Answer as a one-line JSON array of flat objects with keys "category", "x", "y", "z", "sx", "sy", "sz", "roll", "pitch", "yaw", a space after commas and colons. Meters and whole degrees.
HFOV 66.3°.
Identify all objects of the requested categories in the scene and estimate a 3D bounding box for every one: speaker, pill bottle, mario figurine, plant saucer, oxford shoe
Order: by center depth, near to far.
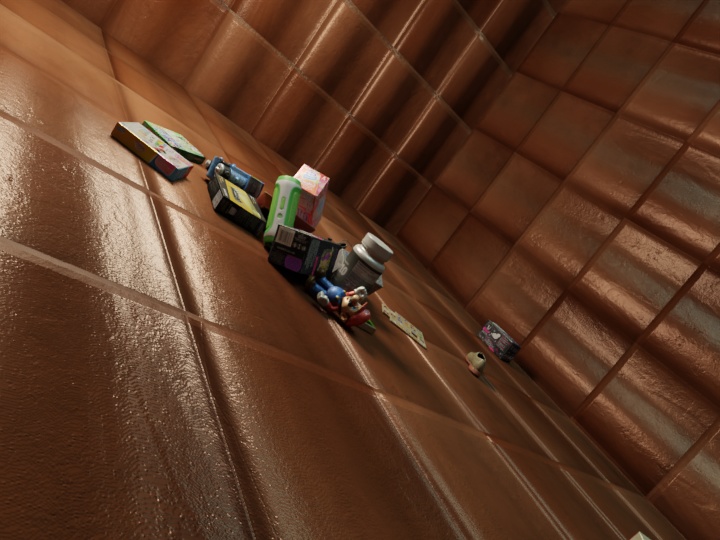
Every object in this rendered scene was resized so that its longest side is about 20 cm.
[{"category": "mario figurine", "x": -0.051, "y": 0.066, "z": 1.501, "sx": 0.198, "sy": 0.124, "sz": 0.106, "roll": 36, "pitch": -14, "yaw": 12}, {"category": "pill bottle", "x": 0.000, "y": 0.000, "z": 1.603, "sx": 0.113, "sy": 0.202, "sz": 0.114, "roll": 35, "pitch": 10, "yaw": -7}, {"category": "speaker", "x": -0.229, "y": -0.170, "z": 1.625, "sx": 0.085, "sy": 0.207, "sz": 0.089, "roll": 10, "pitch": -14, "yaw": 2}, {"category": "plant saucer", "x": -0.257, "y": -0.161, "z": 1.775, "sx": 0.198, "sy": 0.037, "sz": 0.199, "roll": 36, "pitch": -16, "yaw": -17}, {"category": "oxford shoe", "x": 0.474, "y": 0.362, "z": 2.219, "sx": 0.070, "sy": 0.076, "sz": 0.200, "roll": 36, "pitch": 10, "yaw": -4}]

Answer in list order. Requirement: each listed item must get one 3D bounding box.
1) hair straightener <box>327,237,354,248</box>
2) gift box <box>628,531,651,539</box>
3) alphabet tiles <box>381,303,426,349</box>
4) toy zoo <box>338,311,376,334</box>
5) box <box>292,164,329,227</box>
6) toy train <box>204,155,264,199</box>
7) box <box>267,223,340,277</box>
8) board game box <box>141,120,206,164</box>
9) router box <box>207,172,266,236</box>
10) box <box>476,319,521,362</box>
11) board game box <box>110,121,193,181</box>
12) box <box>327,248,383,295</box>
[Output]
[{"category": "hair straightener", "x": -0.083, "y": -0.068, "z": 1.773, "sx": 0.196, "sy": 0.080, "sz": 0.040, "roll": -6, "pitch": 4, "yaw": -39}, {"category": "gift box", "x": 0.560, "y": 0.651, "z": 1.049, "sx": 0.199, "sy": 0.185, "sz": 0.188, "roll": 40, "pitch": 19, "yaw": -12}, {"category": "alphabet tiles", "x": 0.155, "y": 0.195, "z": 1.995, "sx": 0.198, "sy": 0.008, "sz": 0.167, "roll": 39, "pitch": 11, "yaw": -7}, {"category": "toy zoo", "x": -0.036, "y": 0.105, "z": 1.657, "sx": 0.130, "sy": 0.021, "sz": 0.201, "roll": 33, "pitch": 13, "yaw": -32}, {"category": "box", "x": -0.173, "y": -0.224, "z": 1.780, "sx": 0.101, "sy": 0.096, "sz": 0.202, "roll": 28, "pitch": -36, "yaw": 8}, {"category": "toy train", "x": -0.411, "y": -0.299, "z": 1.793, "sx": 0.113, "sy": 0.089, "sz": 0.198, "roll": 23, "pitch": -4, "yaw": 44}, {"category": "box", "x": -0.157, "y": -0.053, "z": 1.574, "sx": 0.119, "sy": 0.109, "sz": 0.199, "roll": 20, "pitch": 3, "yaw": 21}, {"category": "board game box", "x": -0.611, "y": -0.418, "z": 1.811, "sx": 0.134, "sy": 0.029, "sz": 0.199, "roll": 41, "pitch": 11, "yaw": 12}, {"category": "router box", "x": -0.375, "y": -0.201, "z": 1.661, "sx": 0.156, "sy": 0.053, "sz": 0.201, "roll": 33, "pitch": 12, "yaw": -34}, {"category": "box", "x": 0.760, "y": 0.387, "z": 3.020, "sx": 0.131, "sy": 0.116, "sz": 0.200, "roll": 26, "pitch": 17, "yaw": -48}, {"category": "board game box", "x": -0.578, "y": -0.336, "z": 1.545, "sx": 0.198, "sy": 0.041, "sz": 0.153, "roll": 38, "pitch": 10, "yaw": -9}, {"category": "box", "x": -0.030, "y": 0.018, "z": 1.749, "sx": 0.198, "sy": 0.115, "sz": 0.062, "roll": 30, "pitch": 41, "yaw": -44}]
